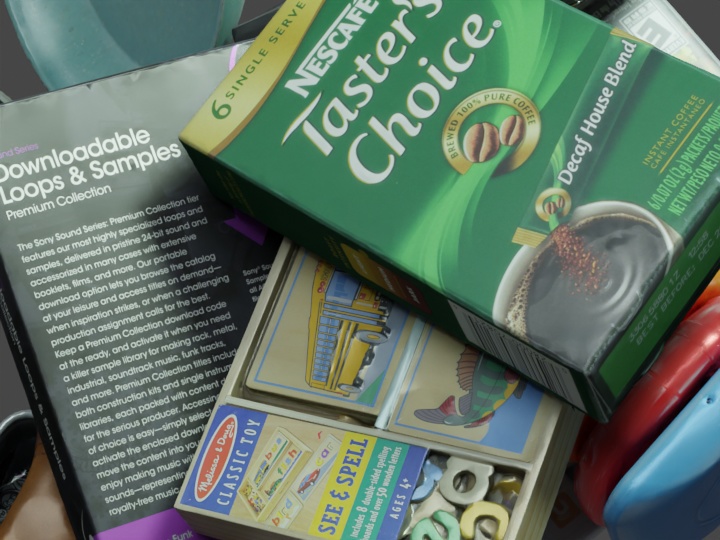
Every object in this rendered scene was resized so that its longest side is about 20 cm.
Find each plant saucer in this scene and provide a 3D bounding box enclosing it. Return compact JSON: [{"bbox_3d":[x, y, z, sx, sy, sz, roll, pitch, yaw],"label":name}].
[{"bbox_3d":[-0.102,-0.158,1.093,0.036,0.201,0.200,-14,43,-36],"label":"plant saucer"}]

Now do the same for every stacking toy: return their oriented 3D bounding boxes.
[{"bbox_3d":[0.075,0.012,0.966,0.200,0.110,0.116,40,85,20],"label":"stacking toy"}]

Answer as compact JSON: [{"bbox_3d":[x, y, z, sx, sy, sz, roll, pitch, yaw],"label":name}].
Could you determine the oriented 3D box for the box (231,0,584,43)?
[{"bbox_3d":[0.059,-0.135,1.072,0.158,0.049,0.200,-21,9,33],"label":"box"}]

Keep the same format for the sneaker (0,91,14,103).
[{"bbox_3d":[-0.239,-0.080,1.124,0.199,0.088,0.076,27,92,-3],"label":"sneaker"}]

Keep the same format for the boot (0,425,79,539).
[{"bbox_3d":[-0.128,0.070,0.974,0.187,0.068,0.201,28,64,-15],"label":"boot"}]

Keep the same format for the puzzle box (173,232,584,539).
[{"bbox_3d":[0.026,0.017,0.919,0.132,0.025,0.201,10,65,26],"label":"puzzle box"}]

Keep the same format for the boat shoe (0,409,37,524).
[{"bbox_3d":[-0.156,0.145,0.976,0.072,0.069,0.201,14,56,22],"label":"boat shoe"}]

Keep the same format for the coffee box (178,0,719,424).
[{"bbox_3d":[0.042,-0.043,0.904,0.199,0.044,0.123,32,76,32],"label":"coffee box"}]

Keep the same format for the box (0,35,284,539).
[{"bbox_3d":[-0.064,0.019,0.960,0.142,0.036,0.201,-16,82,-25],"label":"box"}]

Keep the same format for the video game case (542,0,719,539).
[{"bbox_3d":[0.095,-0.007,1.030,0.199,0.023,0.182,-36,79,-18],"label":"video game case"}]
